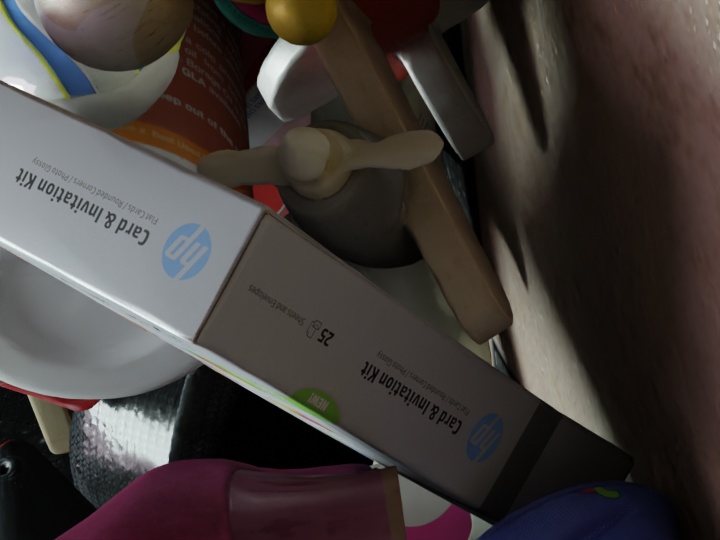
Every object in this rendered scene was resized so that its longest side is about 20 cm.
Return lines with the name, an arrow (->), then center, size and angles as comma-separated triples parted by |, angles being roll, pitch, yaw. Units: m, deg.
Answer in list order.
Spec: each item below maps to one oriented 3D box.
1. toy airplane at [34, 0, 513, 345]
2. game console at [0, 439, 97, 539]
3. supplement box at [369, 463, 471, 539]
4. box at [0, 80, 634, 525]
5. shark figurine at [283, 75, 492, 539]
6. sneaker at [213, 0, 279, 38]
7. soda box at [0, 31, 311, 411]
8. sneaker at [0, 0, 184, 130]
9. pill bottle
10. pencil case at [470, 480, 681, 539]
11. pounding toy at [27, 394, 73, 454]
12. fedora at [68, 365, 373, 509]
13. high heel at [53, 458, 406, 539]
toy airplane -> -0.024, -0.092, 0.708 | 0.200, 0.141, 0.200 | -137, 26, -64
game console -> -0.079, 0.179, 0.936 | 0.177, 0.031, 0.200 | 57, -168, -40
supplement box -> 0.011, 0.189, 1.050 | 0.101, 0.103, 0.201 | -115, 16, -55
box -> -0.032, 0.010, 0.708 | 0.156, 0.041, 0.200 | 26, 174, 38
shark figurine -> 0.004, 0.018, 0.869 | 0.128, 0.089, 0.215 | -145, 41, -89
sneaker -> -0.028, -0.140, 0.887 | 0.200, 0.083, 0.121 | 161, 105, -80
soda box -> -0.080, -0.031, 1.011 | 0.070, 0.200, 0.064 | 22, -145, -41
sneaker -> -0.099, -0.134, 0.785 | 0.200, 0.075, 0.105 | -100, 0, -47
pill bottle -> -0.096, -0.061, 0.893 | 0.201, 0.112, 0.113 | -96, 1, -46
pencil case -> 0.074, 0.147, 0.648 | 0.078, 0.086, 0.200 | -64, 36, 41
pounding toy -> -0.132, -0.033, 1.232 | 0.185, 0.199, 0.142 | 77, 174, -47
fedora -> -0.066, 0.077, 1.114 | 0.201, 0.091, 0.201 | -44, -39, -51
high heel -> -0.036, 0.086, 0.706 | 0.200, 0.096, 0.068 | 88, 174, -71
